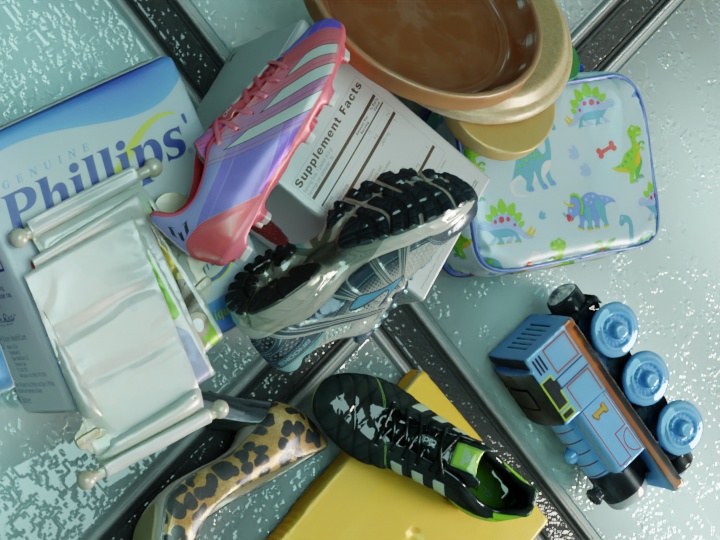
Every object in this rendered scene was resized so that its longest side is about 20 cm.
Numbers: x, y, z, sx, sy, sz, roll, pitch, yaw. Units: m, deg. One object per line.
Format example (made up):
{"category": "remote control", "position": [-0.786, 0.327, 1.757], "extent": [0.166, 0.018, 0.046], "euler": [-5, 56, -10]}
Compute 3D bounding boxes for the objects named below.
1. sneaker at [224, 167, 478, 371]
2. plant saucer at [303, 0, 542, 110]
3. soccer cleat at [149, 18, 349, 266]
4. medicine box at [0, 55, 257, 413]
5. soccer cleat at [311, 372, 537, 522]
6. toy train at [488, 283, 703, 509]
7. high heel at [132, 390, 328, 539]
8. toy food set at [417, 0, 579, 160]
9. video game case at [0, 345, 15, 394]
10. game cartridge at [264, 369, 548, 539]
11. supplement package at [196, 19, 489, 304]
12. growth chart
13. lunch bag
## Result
{"category": "sneaker", "position": [0.000, 0.000, 1.441], "extent": [0.199, 0.078, 0.087], "euler": [-30, 129, -7]}
{"category": "plant saucer", "position": [0.044, -0.199, 1.510], "extent": [0.198, 0.032, 0.202], "euler": [16, 47, -17]}
{"category": "soccer cleat", "position": [-0.074, -0.098, 1.396], "extent": [0.076, 0.067, 0.201], "euler": [29, 79, -10]}
{"category": "medicine box", "position": [-0.190, -0.025, 1.438], "extent": [0.181, 0.103, 0.202], "euler": [-28, 101, -28]}
{"category": "soccer cleat", "position": [0.053, 0.135, 1.540], "extent": [0.199, 0.081, 0.068], "euler": [32, 72, -23]}
{"category": "toy train", "position": [0.200, 0.109, 1.661], "extent": [0.114, 0.087, 0.201], "euler": [-40, 108, -16]}
{"category": "high heel", "position": [-0.095, 0.190, 1.489], "extent": [0.141, 0.071, 0.202], "euler": [13, 71, -21]}
{"category": "toy food set", "position": [0.082, -0.191, 1.581], "extent": [0.199, 0.049, 0.199], "euler": [27, 52, -3]}
{"category": "video game case", "position": [-0.309, -0.006, 1.325], "extent": [0.045, 0.181, 0.202], "euler": [-21, 96, -30]}
{"category": "game cartridge", "position": [0.036, 0.211, 1.590], "extent": [0.200, 0.032, 0.177], "euler": [-47, 108, -21]}
{"category": "supplement package", "position": [-0.026, -0.076, 1.523], "extent": [0.200, 0.121, 0.120], "euler": [38, 69, -20]}
{"category": "growth chart", "position": [-0.161, 0.033, 1.381], "extent": [0.144, 0.018, 0.202], "euler": [-20, 96, -30]}
{"category": "lunch bag", "position": [0.148, -0.083, 1.644], "extent": [0.198, 0.082, 0.163], "euler": [-10, 91, -29]}
